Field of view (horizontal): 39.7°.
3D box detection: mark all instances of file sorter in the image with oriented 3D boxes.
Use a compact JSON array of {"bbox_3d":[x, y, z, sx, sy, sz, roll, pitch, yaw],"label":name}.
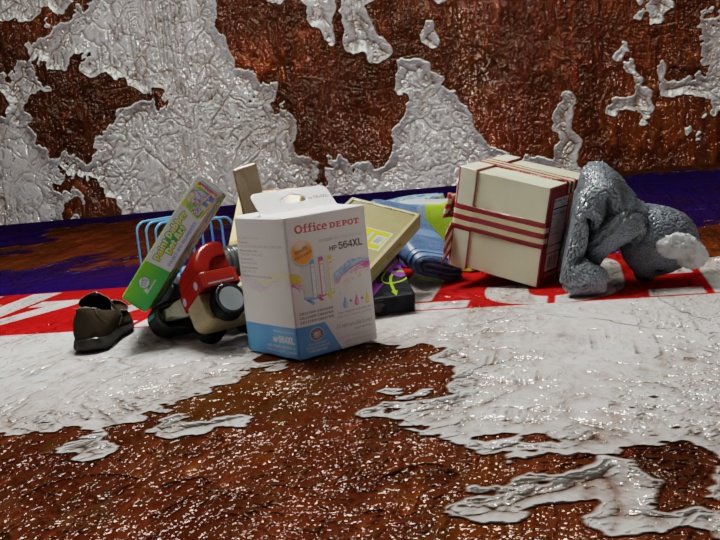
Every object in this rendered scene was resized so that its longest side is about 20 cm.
[{"bbox_3d":[-0.345,-0.043,1.980,0.137,0.125,0.199,-11,10,-35],"label":"file sorter"}]

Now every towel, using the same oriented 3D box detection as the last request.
[{"bbox_3d":[0.087,-0.051,1.697,0.110,0.049,0.200,9,28,-34],"label":"towel"}]

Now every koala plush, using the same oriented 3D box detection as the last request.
[{"bbox_3d":[0.403,-0.054,1.456,0.197,0.187,0.177,12,17,7],"label":"koala plush"}]

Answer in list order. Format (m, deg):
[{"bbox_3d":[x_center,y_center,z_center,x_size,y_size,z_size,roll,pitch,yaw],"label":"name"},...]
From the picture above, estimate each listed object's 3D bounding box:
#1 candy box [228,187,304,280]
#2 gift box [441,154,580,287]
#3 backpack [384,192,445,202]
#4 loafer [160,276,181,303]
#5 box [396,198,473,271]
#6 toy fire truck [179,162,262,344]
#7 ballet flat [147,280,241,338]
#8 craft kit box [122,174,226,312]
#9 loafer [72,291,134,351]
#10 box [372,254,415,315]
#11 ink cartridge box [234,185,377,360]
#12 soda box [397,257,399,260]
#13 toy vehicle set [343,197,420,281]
[{"bbox_3d":[-0.153,-0.037,1.622,0.114,0.202,0.056,-4,-34,15],"label":"candy box"},{"bbox_3d":[0.239,-0.071,1.601,0.185,0.203,0.184,18,17,31],"label":"gift box"},{"bbox_3d":[0.090,-0.086,1.969,0.198,0.156,0.163,13,10,26],"label":"backpack"},{"bbox_3d":[-0.269,0.050,1.568,0.062,0.073,0.199,12,2,-40],"label":"loafer"},{"bbox_3d":[0.134,-0.065,1.796,0.047,0.124,0.198,-18,14,-40],"label":"box"},{"bbox_3d":[-0.168,-0.027,1.382,0.174,0.202,0.129,-12,-22,-35],"label":"toy fire truck"},{"bbox_3d":[-0.208,0.054,1.442,0.197,0.069,0.068,-16,-16,-17],"label":"ballet flat"},{"bbox_3d":[-0.267,-0.041,1.457,0.048,0.202,0.198,32,-1,-3],"label":"craft kit box"},{"bbox_3d":[-0.380,0.065,1.480,0.072,0.073,0.200,-7,9,-5],"label":"loafer"},{"bbox_3d":[-0.011,0.002,1.505,0.141,0.037,0.201,-8,32,-12],"label":"box"},{"bbox_3d":[-0.072,-0.003,1.280,0.127,0.203,0.124,-12,11,-35],"label":"ink cartridge box"},{"bbox_3d":[0.000,0.000,1.666,0.070,0.064,0.200,-2,10,24],"label":"soda box"},{"bbox_3d":[-0.003,-0.045,1.521,0.123,0.027,0.200,15,36,22],"label":"toy vehicle set"}]
